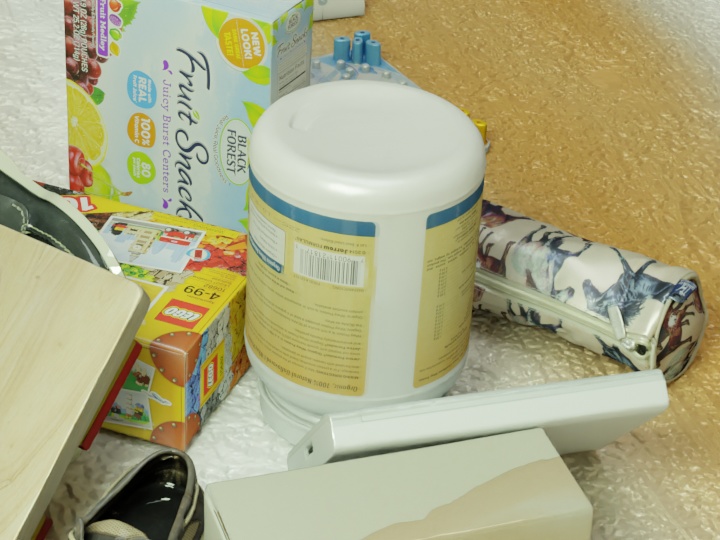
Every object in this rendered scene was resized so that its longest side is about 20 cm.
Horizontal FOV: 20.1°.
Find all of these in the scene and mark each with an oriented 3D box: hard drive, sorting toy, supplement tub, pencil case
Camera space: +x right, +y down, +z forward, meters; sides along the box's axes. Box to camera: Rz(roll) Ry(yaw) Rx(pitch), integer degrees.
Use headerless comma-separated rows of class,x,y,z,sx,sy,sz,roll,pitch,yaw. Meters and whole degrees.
hard drive,0.065,0.095,1.192,0.198,0.132,0.026,-7,76,-15
sorting toy,-0.241,0.073,1.164,0.198,0.070,0.201,22,77,19
supplement tub,0.000,0.000,1.252,0.143,0.201,0.145,3,31,-2
pencil case,0.131,0.010,1.363,0.199,0.078,0.089,20,16,25

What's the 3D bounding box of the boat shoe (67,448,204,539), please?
boat shoe,-0.141,0.165,1.095,0.074,0.074,0.200,11,32,12

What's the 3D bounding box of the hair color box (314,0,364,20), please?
hair color box,-0.096,-0.269,1.774,0.199,0.100,0.061,-9,33,-19

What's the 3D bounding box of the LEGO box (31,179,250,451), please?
LEGO box,-0.171,0.024,1.316,0.199,0.078,0.149,14,33,17

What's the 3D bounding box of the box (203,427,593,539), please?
box,0.018,0.157,1.105,0.199,0.096,0.078,-9,35,-16

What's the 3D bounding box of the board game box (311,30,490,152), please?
board game box,-0.029,-0.128,1.623,0.199,0.026,0.200,-15,37,-27

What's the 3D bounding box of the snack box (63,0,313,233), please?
snack box,-0.121,-0.111,1.422,0.168,0.201,0.068,17,34,21

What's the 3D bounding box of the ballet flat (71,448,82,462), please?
ballet flat,-0.254,0.076,1.250,0.199,0.070,0.069,20,35,21

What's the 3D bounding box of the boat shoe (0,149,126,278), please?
boat shoe,-0.209,-0.016,1.250,0.068,0.072,0.200,-38,49,-23
